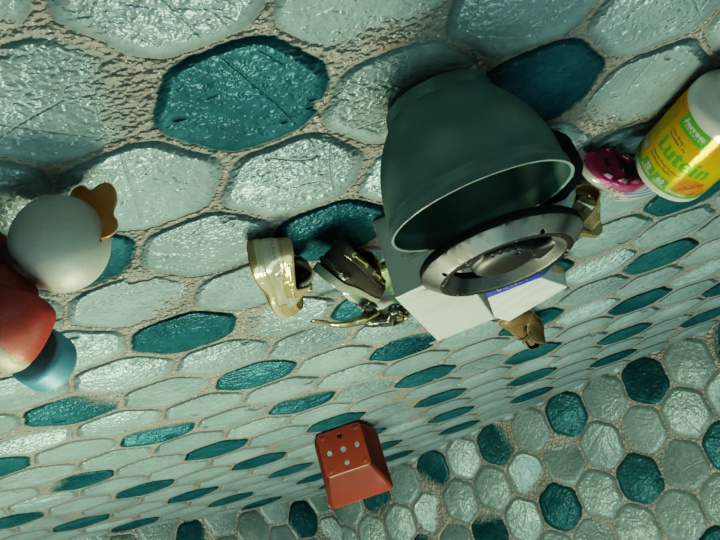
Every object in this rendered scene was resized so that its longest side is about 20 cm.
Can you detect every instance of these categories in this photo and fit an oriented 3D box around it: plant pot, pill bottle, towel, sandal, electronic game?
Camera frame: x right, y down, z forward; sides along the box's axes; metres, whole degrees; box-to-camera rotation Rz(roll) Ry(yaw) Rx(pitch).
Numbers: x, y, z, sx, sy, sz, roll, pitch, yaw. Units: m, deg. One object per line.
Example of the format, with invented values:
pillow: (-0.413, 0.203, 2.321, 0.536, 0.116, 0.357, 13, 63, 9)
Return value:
plant pot: (0.103, -0.122, 0.820, 0.199, 0.135, 0.200, -19, 166, -5)
pill bottle: (0.449, -0.183, 1.000, 0.110, 0.112, 0.200, -11, 157, -18)
plant pot: (-0.035, 0.554, 2.310, 0.199, 0.201, 0.177, -18, 146, 0)
towel: (0.078, 0.015, 1.288, 0.199, 0.031, 0.149, -23, 159, 10)
sandal: (0.324, -0.092, 1.146, 0.211, 0.078, 0.070, -20, 148, -53)
electronic game: (0.165, -0.021, 0.919, 0.199, 0.042, 0.200, -15, 159, -6)

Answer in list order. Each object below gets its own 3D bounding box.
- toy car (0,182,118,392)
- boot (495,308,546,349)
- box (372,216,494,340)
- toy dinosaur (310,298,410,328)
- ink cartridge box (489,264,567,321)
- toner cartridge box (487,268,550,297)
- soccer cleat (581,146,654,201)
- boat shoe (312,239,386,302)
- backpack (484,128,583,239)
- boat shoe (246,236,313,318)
toy car: (-0.321, -0.019, 0.765, 0.200, 0.177, 0.185, -44, 146, -10)
boot: (0.367, 0.130, 1.747, 0.073, 0.076, 0.200, -28, 156, 27)
box: (0.108, 0.002, 1.124, 0.097, 0.125, 0.200, -23, 151, 13)
toy dinosaur: (0.025, 0.071, 1.288, 0.199, 0.048, 0.088, -1, 157, -32)
ink cartridge box: (0.261, 0.025, 1.475, 0.199, 0.050, 0.162, 19, 141, -31)
toner cartridge box: (0.220, 0.017, 1.327, 0.199, 0.043, 0.095, -24, -178, 28)
soccer cleat: (0.374, -0.128, 1.128, 0.199, 0.070, 0.086, -4, 152, -35)
boat shoe: (0.000, 0.000, 1.132, 0.061, 0.072, 0.201, -55, 160, 6)
backpack: (0.190, -0.076, 1.015, 0.166, 0.127, 0.200, -10, 151, -12)
boat shoe: (-0.097, 0.012, 1.074, 0.069, 0.074, 0.200, -14, 158, 3)
